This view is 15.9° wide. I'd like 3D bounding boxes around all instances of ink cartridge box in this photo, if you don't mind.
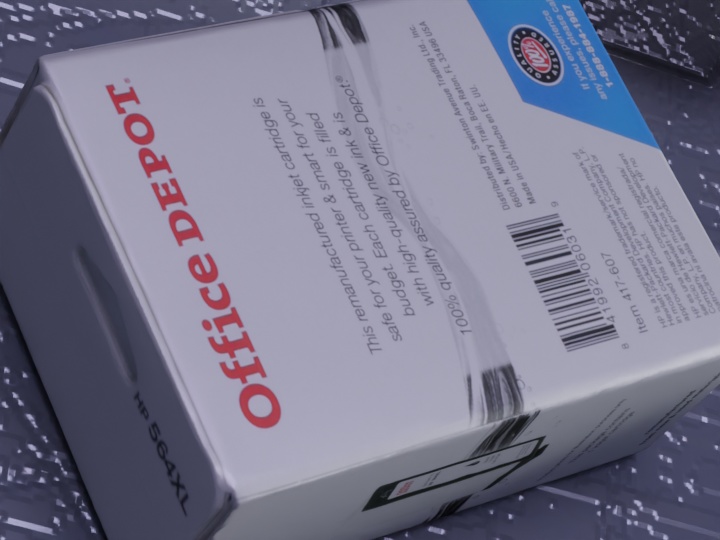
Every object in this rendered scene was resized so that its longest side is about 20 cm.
[{"bbox_3d":[0.000,0.000,0.789,0.199,0.084,0.147,-13,68,-32],"label":"ink cartridge box"}]
